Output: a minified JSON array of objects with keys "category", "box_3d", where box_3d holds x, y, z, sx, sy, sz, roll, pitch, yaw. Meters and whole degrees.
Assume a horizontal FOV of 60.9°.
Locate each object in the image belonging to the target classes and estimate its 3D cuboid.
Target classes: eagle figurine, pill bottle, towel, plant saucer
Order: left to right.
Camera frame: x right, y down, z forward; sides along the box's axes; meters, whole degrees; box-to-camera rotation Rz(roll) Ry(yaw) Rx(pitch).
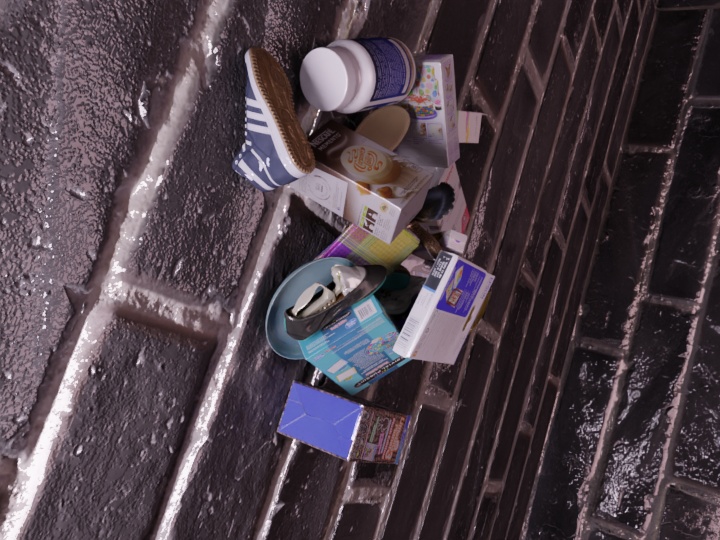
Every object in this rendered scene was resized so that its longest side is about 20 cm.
[{"category":"plant saucer","box_3d":[-0.080,0.061,1.047,0.200,0.027,0.201,-24,132,-29]},{"category":"pill bottle","box_3d":[-0.003,-0.322,1.011,0.200,0.115,0.116,-30,125,-51]},{"category":"towel","box_3d":[0.000,-0.021,1.082,0.200,0.023,0.144,-45,131,14]},{"category":"eagle figurine","box_3d":[0.104,-0.089,1.173,0.152,0.200,0.151,44,63,-56]}]

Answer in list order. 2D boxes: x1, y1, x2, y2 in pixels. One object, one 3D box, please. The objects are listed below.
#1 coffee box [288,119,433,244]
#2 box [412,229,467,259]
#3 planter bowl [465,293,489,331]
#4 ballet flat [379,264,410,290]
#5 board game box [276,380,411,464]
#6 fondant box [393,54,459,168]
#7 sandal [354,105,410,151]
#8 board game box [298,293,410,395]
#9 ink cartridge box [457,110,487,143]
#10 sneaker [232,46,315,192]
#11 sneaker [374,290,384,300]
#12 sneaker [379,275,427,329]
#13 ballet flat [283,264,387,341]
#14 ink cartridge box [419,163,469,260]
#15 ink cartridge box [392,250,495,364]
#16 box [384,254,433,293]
[{"category":"coffee box","box_3d":[-0.002,-0.145,0.982,0.114,0.200,0.080,-48,163,-40]},{"category":"box","box_3d":[0.149,-0.050,1.274,0.041,0.200,0.039,22,78,-20]},{"category":"planter bowl","box_3d":[0.200,0.070,1.436,0.083,0.200,0.201,31,71,-25]},{"category":"ballet flat","box_3d":[0.000,0.000,1.157,0.200,0.065,0.071,11,117,-30]},{"category":"board game box","box_3d":[-0.025,0.284,1.135,0.200,0.159,0.097,32,73,-57]},{"category":"fondant box","box_3d":[0.108,-0.302,1.164,0.058,0.144,0.200,-43,134,-41]},{"category":"sandal","box_3d":[0.000,-0.214,1.113,0.078,0.070,0.212,42,79,-14]},{"category":"board game box","box_3d":[0.001,0.138,1.093,0.151,0.047,0.200,-32,144,4]},{"category":"ink cartridge box","box_3d":[0.180,-0.307,1.300,0.200,0.117,0.068,-16,115,-54]},{"category":"sneaker","box_3d":[-0.145,-0.211,0.884,0.070,0.108,0.201,-13,81,-53]},{"category":"sneaker","box_3d":[0.006,0.102,1.234,0.088,0.074,0.201,98,-1,-87]},{"category":"sneaker","box_3d":[0.091,0.078,1.229,0.200,0.069,0.100,-31,129,-53]},{"category":"ballet flat","box_3d":[-0.041,0.038,0.999,0.200,0.068,0.068,-38,129,-17]},{"category":"ink cartridge box","box_3d":[0.169,-0.140,1.362,0.147,0.083,0.200,-63,145,-32]},{"category":"ink cartridge box","box_3d":[0.159,0.075,1.126,0.200,0.043,0.199,20,96,-56]},{"category":"box","box_3d":[0.133,0.042,1.327,0.200,0.041,0.119,25,77,-26]}]
